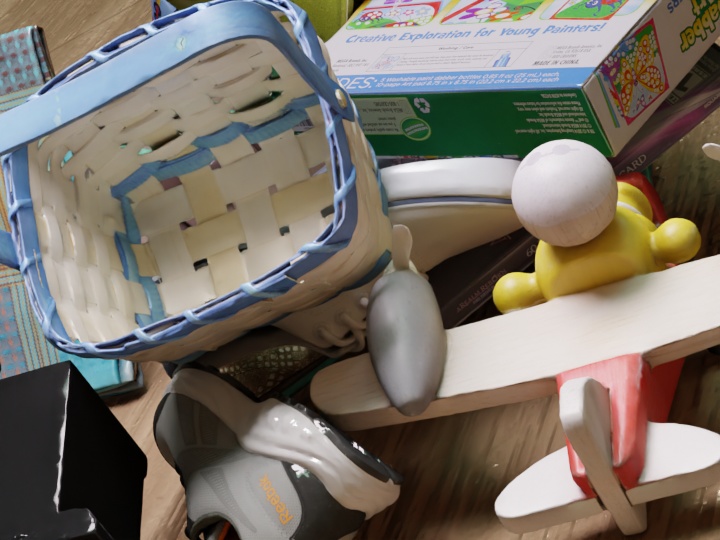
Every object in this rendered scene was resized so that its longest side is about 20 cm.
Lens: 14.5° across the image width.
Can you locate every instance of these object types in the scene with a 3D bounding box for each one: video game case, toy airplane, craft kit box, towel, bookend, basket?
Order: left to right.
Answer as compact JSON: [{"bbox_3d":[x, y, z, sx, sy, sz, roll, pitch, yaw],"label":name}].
[{"bbox_3d":[-0.181,0.086,1.253,0.198,0.092,0.200,-17,46,17],"label":"bookend"},{"bbox_3d":[-0.206,-0.016,1.504,0.146,0.201,0.022,-15,1,20],"label":"towel"},{"bbox_3d":[-0.085,-0.041,1.196,0.176,0.139,0.200,-23,-18,14],"label":"basket"},{"bbox_3d":[0.072,-0.062,1.364,0.200,0.019,0.143,-39,39,-4],"label":"video game case"},{"bbox_3d":[0.088,-0.127,1.337,0.200,0.049,0.198,3,43,45],"label":"craft kit box"},{"bbox_3d":[0.097,0.016,1.181,0.200,0.141,0.199,-31,22,-24],"label":"toy airplane"}]

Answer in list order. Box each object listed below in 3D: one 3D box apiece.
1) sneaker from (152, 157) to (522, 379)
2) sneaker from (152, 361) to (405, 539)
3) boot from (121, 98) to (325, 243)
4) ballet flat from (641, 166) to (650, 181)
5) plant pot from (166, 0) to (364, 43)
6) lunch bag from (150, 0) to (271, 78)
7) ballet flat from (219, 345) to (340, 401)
[{"bbox_3d":[-0.006,0.003,1.304,0.199,0.071,0.073,-17,-19,20],"label":"sneaker"},{"bbox_3d":[-0.055,0.094,1.249,0.079,0.074,0.200,-56,20,-8],"label":"sneaker"},{"bbox_3d":[-0.038,-0.044,1.466,0.200,0.147,0.070,-32,22,-25],"label":"boot"},{"bbox_3d":[0.115,-0.053,1.419,0.065,0.071,0.200,-13,20,9],"label":"ballet flat"},{"bbox_3d":[-0.026,-0.190,1.503,0.193,0.201,0.200,19,41,31],"label":"plant pot"},{"bbox_3d":[-0.015,-0.128,1.658,0.199,0.151,0.094,-19,59,-15],"label":"lunch bag"},{"bbox_3d":[0.000,0.000,1.419,0.200,0.065,0.071,-34,-3,-33],"label":"ballet flat"}]
